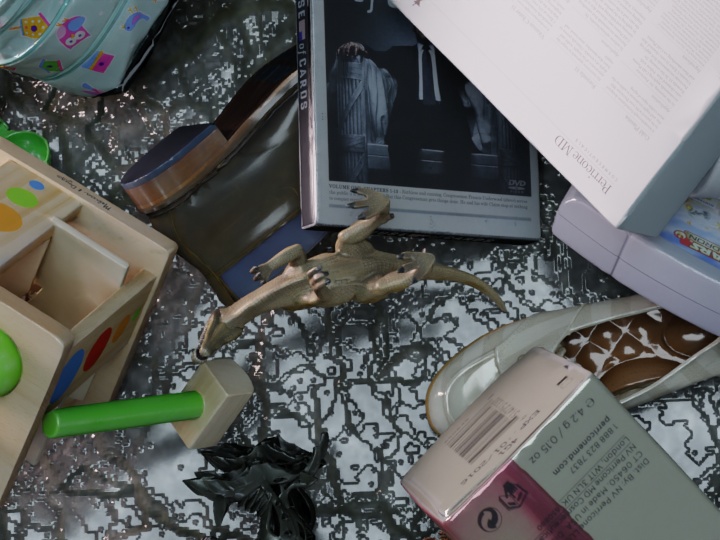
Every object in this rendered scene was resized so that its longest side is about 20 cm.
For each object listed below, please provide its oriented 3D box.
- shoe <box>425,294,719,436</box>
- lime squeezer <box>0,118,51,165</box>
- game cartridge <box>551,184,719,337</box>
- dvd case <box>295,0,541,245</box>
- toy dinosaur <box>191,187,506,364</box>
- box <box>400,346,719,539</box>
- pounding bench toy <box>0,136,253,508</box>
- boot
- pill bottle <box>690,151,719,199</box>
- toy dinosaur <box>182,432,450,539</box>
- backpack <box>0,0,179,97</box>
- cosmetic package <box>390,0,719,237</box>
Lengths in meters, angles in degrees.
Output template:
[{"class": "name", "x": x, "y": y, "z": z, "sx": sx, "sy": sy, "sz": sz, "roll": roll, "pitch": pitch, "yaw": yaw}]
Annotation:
[{"class": "shoe", "x": 0.131, "y": 0.048, "z": 1.256, "sx": 0.199, "sy": 0.053, "sz": 0.070, "roll": -18, "pitch": 80, "yaw": 0}, {"class": "lime squeezer", "x": -0.212, "y": -0.085, "z": 1.284, "sx": 0.038, "sy": 0.071, "sz": 0.200, "roll": -40, "pitch": 89, "yaw": -4}, {"class": "game cartridge", "x": 0.210, "y": -0.013, "z": 1.232, "sx": 0.199, "sy": 0.133, "sz": 0.042, "roll": 26, "pitch": 123, "yaw": 6}, {"class": "dvd case", "x": 0.032, "y": -0.118, "z": 1.266, "sx": 0.149, "sy": 0.025, "sz": 0.202, "roll": 3, "pitch": 81, "yaw": -29}, {"class": "toy dinosaur", "x": 0.000, "y": 0.000, "z": 1.222, "sx": 0.199, "sy": 0.101, "sz": 0.059, "roll": -11, "pitch": 71, "yaw": -24}, {"class": "box", "x": 0.132, "y": 0.152, "z": 1.174, "sx": 0.109, "sy": 0.128, "sz": 0.200, "roll": -44, "pitch": 99, "yaw": -4}, {"class": "pounding bench toy", "x": -0.170, "y": 0.050, "z": 1.199, "sx": 0.199, "sy": 0.156, "sz": 0.125, "roll": 31, "pitch": 119, "yaw": 7}, {"class": "boot", "x": -0.035, "y": -0.069, "z": 1.291, "sx": 0.200, "sy": 0.075, "sz": 0.097, "roll": -36, "pitch": 107, "yaw": -14}, {"class": "pill bottle", "x": 0.271, "y": -0.078, "z": 1.215, "sx": 0.198, "sy": 0.111, "sz": 0.112, "roll": 2, "pitch": 80, "yaw": -15}, {"class": "toy dinosaur", "x": -0.046, "y": 0.165, "z": 1.243, "sx": 0.199, "sy": 0.102, "sz": 0.137, "roll": -14, "pitch": 95, "yaw": -18}, {"class": "backpack", "x": -0.155, "y": -0.202, "z": 1.255, "sx": 0.126, "sy": 0.167, "sz": 0.201, "roll": 22, "pitch": 92, "yaw": -33}, {"class": "cosmetic package", "x": 0.125, "y": -0.139, "z": 1.171, "sx": 0.151, "sy": 0.052, "sz": 0.200, "roll": -52, "pitch": 59, "yaw": 18}]
